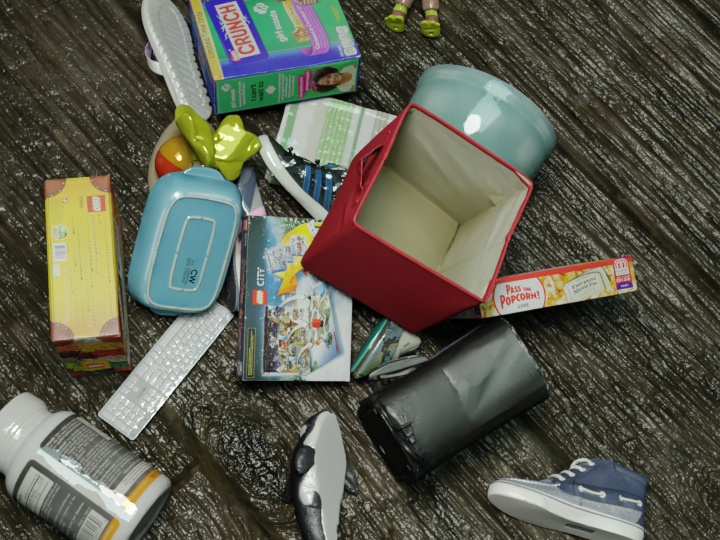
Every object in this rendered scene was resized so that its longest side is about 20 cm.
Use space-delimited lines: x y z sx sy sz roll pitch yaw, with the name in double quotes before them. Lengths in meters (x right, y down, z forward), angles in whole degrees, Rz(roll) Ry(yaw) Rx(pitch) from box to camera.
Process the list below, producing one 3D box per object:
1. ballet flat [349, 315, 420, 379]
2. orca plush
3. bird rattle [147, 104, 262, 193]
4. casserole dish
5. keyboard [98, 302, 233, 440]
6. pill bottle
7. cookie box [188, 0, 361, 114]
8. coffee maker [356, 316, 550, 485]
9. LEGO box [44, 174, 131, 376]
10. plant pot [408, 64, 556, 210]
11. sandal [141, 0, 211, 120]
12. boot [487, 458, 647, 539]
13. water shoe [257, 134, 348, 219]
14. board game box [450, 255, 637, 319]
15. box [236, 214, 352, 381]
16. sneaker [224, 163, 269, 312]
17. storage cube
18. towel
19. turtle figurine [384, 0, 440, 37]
"ballet flat" 0.057 0.062 1.278 0.074 0.074 0.200 27 70 3
"orca plush" -0.057 0.272 1.199 0.105 0.071 0.200 8 65 -53
"bird rattle" -0.218 -0.119 1.283 0.113 0.200 0.163 8 28 -37
"casserole dish" -0.207 -0.026 1.214 0.121 0.200 0.039 8 23 -28
"keyboard" -0.239 0.116 1.248 0.056 0.011 0.200 35 69 6
"pill bottle" -0.324 0.231 1.136 0.200 0.116 0.116 34 69 6
"cookie box" -0.119 -0.310 1.373 0.200 0.075 0.171 -13 58 -12
"coffee maker" 0.117 0.157 1.183 0.200 0.192 0.135 -30 105 -15
"LEGO box" -0.324 0.009 1.203 0.077 0.149 0.200 -5 71 -10
"plant pot" 0.134 -0.150 1.301 0.200 0.200 0.134 29 74 4
"sandal" -0.264 -0.287 1.373 0.050 0.082 0.203 -28 72 28
"boot" 0.254 0.268 1.231 0.200 0.073 0.090 20 61 -8
"water shoe" -0.049 -0.113 1.304 0.079 0.072 0.200 -42 104 3
"board game box" 0.220 0.024 1.265 0.200 0.151 0.046 -10 89 -11
"box" -0.079 0.035 1.239 0.136 0.038 0.200 3 87 -19
"sneaker" -0.131 -0.040 1.298 0.082 0.070 0.200 4 74 -19
"storage cube" 0.061 -0.055 1.176 0.200 0.180 0.171 30 66 -12
"towel" -0.017 -0.158 1.375 0.200 0.031 0.149 16 71 -4
"turtle figurine" 0.078 -0.426 1.465 0.200 0.064 0.162 14 76 -11
